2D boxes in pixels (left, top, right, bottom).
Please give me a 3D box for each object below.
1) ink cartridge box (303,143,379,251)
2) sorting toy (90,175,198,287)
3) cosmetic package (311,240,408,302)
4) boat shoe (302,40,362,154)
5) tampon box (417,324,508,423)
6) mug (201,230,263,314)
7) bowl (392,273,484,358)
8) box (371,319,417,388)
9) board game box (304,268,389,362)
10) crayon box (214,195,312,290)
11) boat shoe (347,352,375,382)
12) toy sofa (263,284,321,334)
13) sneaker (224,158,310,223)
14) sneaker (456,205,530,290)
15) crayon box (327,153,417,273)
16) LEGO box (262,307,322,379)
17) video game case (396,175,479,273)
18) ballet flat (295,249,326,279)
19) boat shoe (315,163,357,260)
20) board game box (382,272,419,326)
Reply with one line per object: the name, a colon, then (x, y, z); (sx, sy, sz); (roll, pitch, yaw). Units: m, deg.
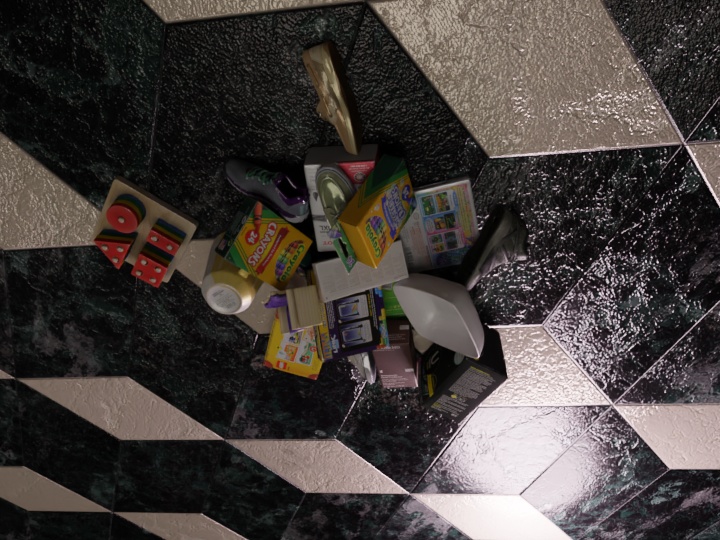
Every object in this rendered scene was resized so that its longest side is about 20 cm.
ink cartridge box: (-0.028, -0.144, 1.074); (0.141, 0.084, 0.204); (-2, 126, 7)
sorting toy: (-0.499, -0.072, 1.184); (0.196, 0.070, 0.201); (30, 124, -16)
cosmetic package: (0.000, 0.000, 1.121); (0.195, 0.051, 0.085); (-15, 95, -16)
boat shoe: (-0.048, -0.309, 0.967); (0.063, 0.072, 0.204); (-10, 115, 19)
tampon box: (0.246, 0.242, 1.295); (0.124, 0.152, 0.202); (24, 126, -15)
mug: (-0.282, 0.000, 1.164); (0.145, 0.155, 0.190); (11, 127, -2)
bowl: (0.182, 0.087, 1.164); (0.197, 0.075, 0.202); (17, 148, 46)
box: (0.088, 0.213, 1.316); (0.097, 0.076, 0.203); (-4, 136, 12)
board game box: (-0.029, 0.085, 1.172); (0.161, 0.057, 0.206); (-9, 96, -16)
crayon box: (-0.182, -0.044, 1.071); (0.199, 0.050, 0.129); (34, 85, -47)
boat shoe: (-0.008, 0.207, 1.346); (0.064, 0.073, 0.204); (-7, 125, 16)
toy sofa: (-0.151, 0.091, 1.134); (0.095, 0.085, 0.200); (-9, 173, -17)
sneaker: (-0.181, -0.181, 1.040); (0.197, 0.075, 0.088); (31, 148, 3)
sneaker: (0.289, -0.027, 1.117); (0.112, 0.077, 0.202); (24, 109, -19)
crayon box: (0.029, -0.099, 0.992); (0.051, 0.202, 0.127); (21, 156, 32)
LEGO box: (-0.153, 0.166, 1.323); (0.145, 0.078, 0.203); (16, 127, -6)
video game case: (0.163, -0.093, 1.133); (0.177, 0.024, 0.204); (-11, 124, 13)
ballet flat: (-0.118, -0.008, 1.207); (0.199, 0.073, 0.072); (37, 122, -21)
boat shoe: (-0.033, -0.106, 1.010); (0.070, 0.063, 0.203); (-14, 124, 16)
board game box: (0.085, 0.086, 1.272); (0.092, 0.030, 0.204); (5, 125, 1)
